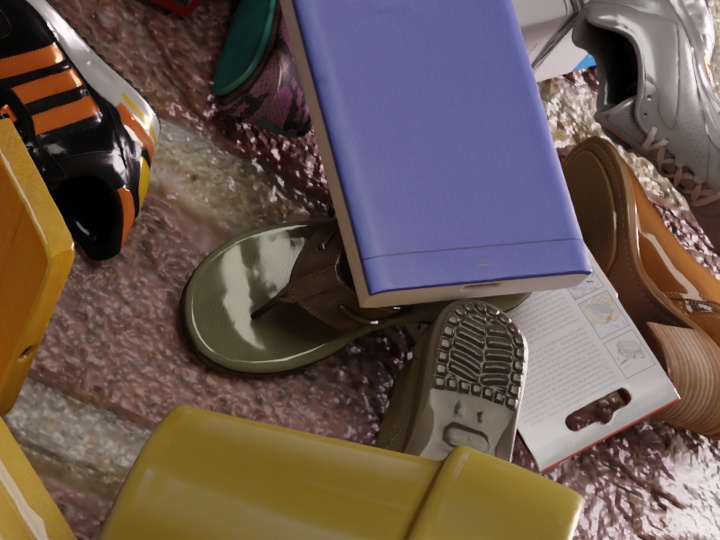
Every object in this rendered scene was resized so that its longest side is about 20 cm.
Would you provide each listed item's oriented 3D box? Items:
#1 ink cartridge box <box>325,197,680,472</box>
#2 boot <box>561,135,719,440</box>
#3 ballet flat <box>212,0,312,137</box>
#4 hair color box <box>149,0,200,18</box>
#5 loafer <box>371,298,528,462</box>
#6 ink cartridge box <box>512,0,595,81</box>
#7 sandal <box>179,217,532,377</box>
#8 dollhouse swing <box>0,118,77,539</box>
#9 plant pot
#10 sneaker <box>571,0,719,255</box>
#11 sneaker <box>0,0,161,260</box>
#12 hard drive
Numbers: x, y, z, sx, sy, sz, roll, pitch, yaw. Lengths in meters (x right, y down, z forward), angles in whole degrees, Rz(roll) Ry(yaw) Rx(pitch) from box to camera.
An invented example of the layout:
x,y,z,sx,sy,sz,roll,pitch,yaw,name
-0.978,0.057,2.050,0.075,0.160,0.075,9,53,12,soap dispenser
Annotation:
x,y,z,sx,sy,sz,roll,pitch,yaw,name
0.078,0.017,1.295,0.109,0.050,0.201,-23,73,-29,ink cartridge box
0.201,0.015,1.385,0.155,0.077,0.201,12,41,-37,boot
-0.040,-0.157,1.355,0.071,0.069,0.201,36,45,-34,ballet flat
-0.168,-0.234,1.316,0.199,0.061,0.102,23,46,-21,hair color box
0.037,0.115,1.190,0.075,0.068,0.201,24,65,-10,loafer
0.077,-0.192,1.443,0.199,0.084,0.146,-19,71,-44,ink cartridge box
0.001,-0.001,1.222,0.200,0.057,0.080,-14,74,-12,sandal
-0.196,0.073,0.999,0.176,0.182,0.200,46,42,19,dollhouse swing
-0.023,0.155,1.036,0.188,0.201,0.201,24,44,5,plant pot
0.185,-0.082,1.396,0.092,0.076,0.201,-28,92,-36,sneaker
-0.173,-0.079,1.152,0.200,0.070,0.090,39,44,-44,sneaker
0.037,-0.082,1.234,0.131,0.025,0.201,-5,68,-26,hard drive
